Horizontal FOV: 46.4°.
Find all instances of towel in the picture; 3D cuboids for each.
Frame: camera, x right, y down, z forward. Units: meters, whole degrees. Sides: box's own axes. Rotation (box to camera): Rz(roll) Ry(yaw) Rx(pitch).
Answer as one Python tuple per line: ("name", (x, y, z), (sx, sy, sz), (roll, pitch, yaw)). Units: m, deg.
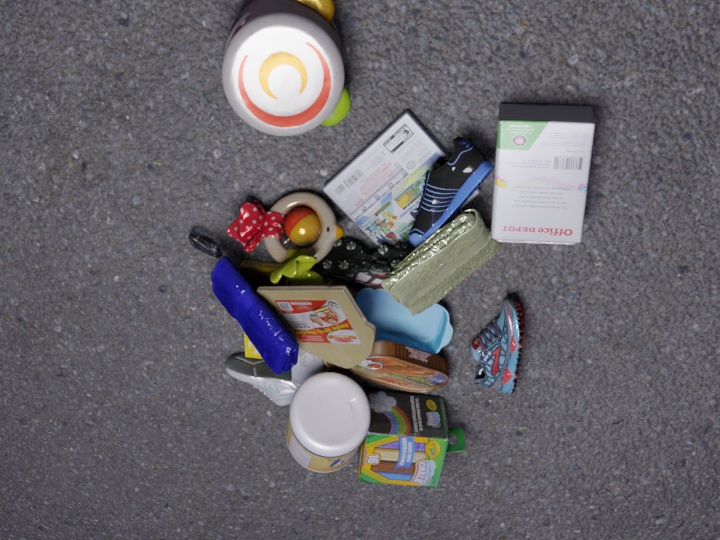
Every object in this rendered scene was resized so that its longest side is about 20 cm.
("towel", (-0.182, 0.082, 1.419), (0.201, 0.049, 0.148), (49, 164, 12))
("towel", (0.136, -0.009, 1.385), (0.199, 0.037, 0.148), (-40, 147, 9))

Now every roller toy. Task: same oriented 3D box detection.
("roller toy", (-0.114, -0.311, 1.250), (0.179, 0.141, 0.203), (-10, 124, 3))

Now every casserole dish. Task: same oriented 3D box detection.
("casserole dish", (0.070, 0.085, 1.511), (0.196, 0.039, 0.123), (15, 122, 2))

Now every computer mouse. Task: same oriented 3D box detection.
("computer mouse", (-0.219, -0.007, 1.486), (0.199, 0.034, 0.059), (40, 153, -5))

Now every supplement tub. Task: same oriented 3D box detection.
("supplement tub", (-0.062, 0.281, 1.516), (0.142, 0.147, 0.201), (16, 154, -1))

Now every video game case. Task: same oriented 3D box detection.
("video game case", (0.066, -0.135, 1.393), (0.199, 0.022, 0.182), (-39, 108, 25))

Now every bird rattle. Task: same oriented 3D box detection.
("bird rattle", (-0.117, -0.059, 1.416), (0.162, 0.200, 0.113), (-39, 151, -3))

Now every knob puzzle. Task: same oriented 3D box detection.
("knob puzzle", (-0.057, 0.091, 1.408), (0.216, 0.031, 0.222), (16, 142, 13))

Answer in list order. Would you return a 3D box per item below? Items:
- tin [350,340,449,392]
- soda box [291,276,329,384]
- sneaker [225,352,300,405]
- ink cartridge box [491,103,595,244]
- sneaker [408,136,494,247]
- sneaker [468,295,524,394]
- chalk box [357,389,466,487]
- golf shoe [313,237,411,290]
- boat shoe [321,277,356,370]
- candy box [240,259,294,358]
("tin", (0.071, 0.174, 1.517), (0.197, 0.043, 0.112), (20, 142, -30))
("soda box", (-0.091, 0.111, 1.534), (0.062, 0.068, 0.203), (5, 121, 7))
("sneaker", (-0.167, 0.218, 1.610), (0.196, 0.071, 0.081), (16, 124, -1))
("ink cartridge box", (0.281, -0.150, 1.312), (0.142, 0.088, 0.204), (3, 119, 8))
("sneaker", (0.128, -0.125, 1.345), (0.078, 0.070, 0.200), (45, 124, 7))
("sneaker", (0.239, 0.135, 1.490), (0.093, 0.080, 0.203), (6, 121, 8))
("chalk box", (0.098, 0.319, 1.584), (0.196, 0.126, 0.126), (7, 121, -5))
("golf shoe", (0.000, 0.000, 1.445), (0.196, 0.078, 0.089), (8, 143, 23))
("boat shoe", (-0.035, 0.104, 1.474), (0.066, 0.072, 0.203), (12, 132, 17))
("candy box", (-0.168, 0.078, 1.553), (0.100, 0.027, 0.203), (7, 120, 9))
